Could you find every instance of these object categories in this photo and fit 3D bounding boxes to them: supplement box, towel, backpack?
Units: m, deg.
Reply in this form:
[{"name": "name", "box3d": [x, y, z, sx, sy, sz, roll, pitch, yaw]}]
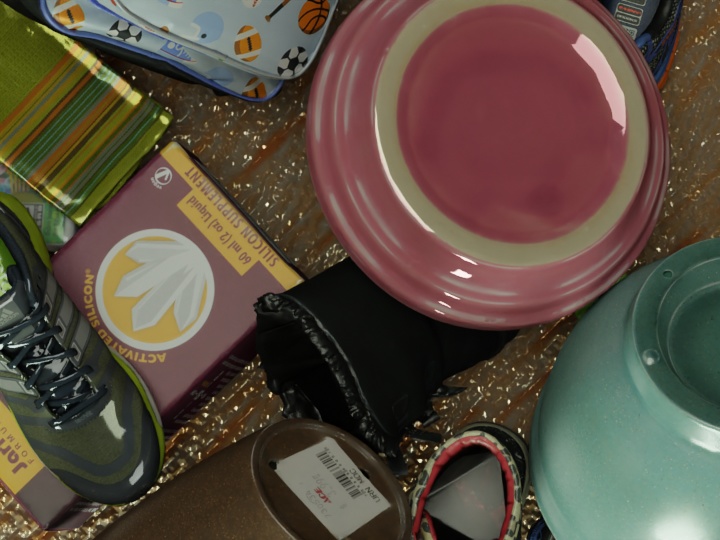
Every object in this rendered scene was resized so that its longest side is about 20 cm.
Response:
[{"name": "supplement box", "box3d": [-0.133, 0.039, 1.329, 0.200, 0.086, 0.110, -44, 83, 0]}, {"name": "towel", "box3d": [-0.206, -0.117, 1.329, 0.200, 0.018, 0.086, 39, 70, -1]}, {"name": "backpack", "box3d": [-0.086, -0.201, 1.269, 0.154, 0.199, 0.192, 19, 90, 49]}]

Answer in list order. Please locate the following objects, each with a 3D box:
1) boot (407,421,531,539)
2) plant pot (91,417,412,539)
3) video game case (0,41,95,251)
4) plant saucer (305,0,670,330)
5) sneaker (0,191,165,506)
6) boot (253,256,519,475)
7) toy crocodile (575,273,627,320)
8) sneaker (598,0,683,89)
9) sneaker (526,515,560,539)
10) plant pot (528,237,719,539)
[{"name": "boot", "box3d": [0.039, 0.177, 1.266, 0.073, 0.154, 0.205, 18, 86, 6]}, {"name": "plant pot", "box3d": [-0.062, 0.173, 1.220, 0.187, 0.187, 0.200, 42, 124, 7]}, {"name": "video game case", "box3d": [-0.244, -0.111, 1.367, 0.180, 0.022, 0.202, 1, 75, 7]}, {"name": "plant saucer", "box3d": [0.072, -0.072, 1.235, 0.199, 0.051, 0.202, 3, 78, -15]}, {"name": "sneaker", "box3d": [-0.175, 0.039, 1.248, 0.074, 0.081, 0.201, -37, 81, 2]}, {"name": "boot", "box3d": [-0.001, 0.000, 1.271, 0.073, 0.162, 0.199, -18, 102, 43]}, {"name": "toy crocodile", "box3d": [0.090, -0.064, 1.336, 0.067, 0.062, 0.201, -33, 87, 1]}, {"name": "sneaker", "box3d": [0.163, -0.191, 1.327, 0.075, 0.078, 0.202, 7, 86, 5]}, {"name": "sneaker", "box3d": [0.185, 0.179, 1.291, 0.198, 0.078, 0.071, 16, 86, 7]}, {"name": "plant pot", "box3d": [0.192, 0.066, 1.233, 0.198, 0.135, 0.202, 1, 56, -1]}]
